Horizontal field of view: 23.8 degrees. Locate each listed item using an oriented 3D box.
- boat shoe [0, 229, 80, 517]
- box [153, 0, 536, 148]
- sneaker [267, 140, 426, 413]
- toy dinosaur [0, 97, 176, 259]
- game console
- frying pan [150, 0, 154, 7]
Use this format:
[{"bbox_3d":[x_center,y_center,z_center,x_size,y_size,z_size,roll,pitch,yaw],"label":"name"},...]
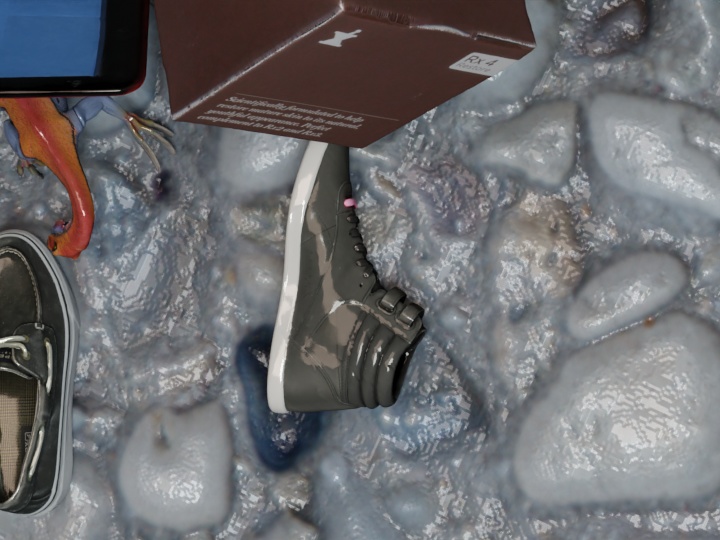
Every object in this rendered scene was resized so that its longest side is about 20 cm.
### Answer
[{"bbox_3d":[-0.234,0.068,1.175,0.072,0.071,0.202,-10,82,12],"label":"boat shoe"},{"bbox_3d":[-0.021,-0.203,1.043,0.164,0.165,0.202,-25,69,42],"label":"box"},{"bbox_3d":[0.000,0.000,1.134,0.098,0.071,0.202,7,90,10],"label":"sneaker"},{"bbox_3d":[-0.229,-0.101,1.156,0.105,0.199,0.182,-37,50,23],"label":"toy dinosaur"},{"bbox_3d":[-0.232,-0.200,1.055,0.198,0.119,0.174,-1,104,-4],"label":"game console"},{"bbox_3d":[-0.106,-0.247,1.145,0.114,0.031,0.191,15,128,-3],"label":"frying pan"}]
